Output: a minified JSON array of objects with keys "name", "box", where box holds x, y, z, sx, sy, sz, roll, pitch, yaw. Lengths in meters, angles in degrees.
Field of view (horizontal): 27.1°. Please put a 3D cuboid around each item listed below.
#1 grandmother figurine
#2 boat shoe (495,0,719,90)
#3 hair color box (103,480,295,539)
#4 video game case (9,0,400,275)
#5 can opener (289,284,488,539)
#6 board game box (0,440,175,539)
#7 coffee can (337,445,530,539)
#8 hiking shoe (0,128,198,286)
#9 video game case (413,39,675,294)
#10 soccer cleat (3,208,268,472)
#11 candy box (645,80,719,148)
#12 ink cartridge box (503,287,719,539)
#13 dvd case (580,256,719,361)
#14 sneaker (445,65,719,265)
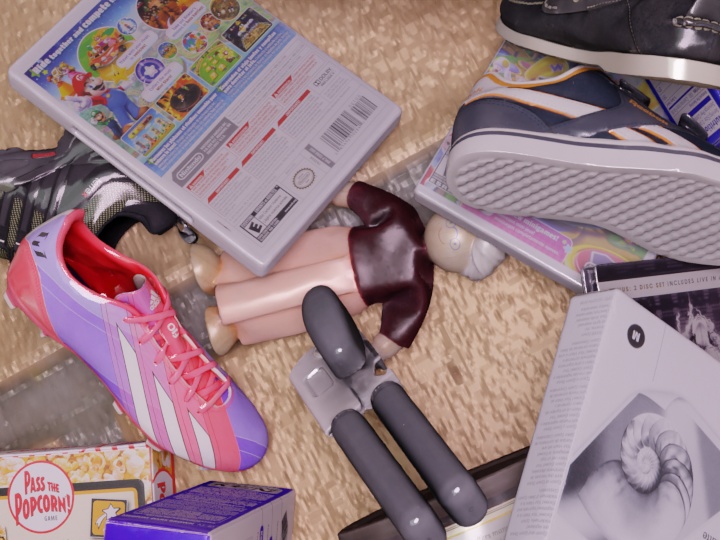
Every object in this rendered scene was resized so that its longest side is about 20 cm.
[{"name":"grandmother figurine","box":[0.000,0.000,0.918,0.197,0.061,0.123,-16,93,12]},{"name":"boat shoe","box":[0.137,-0.141,0.802,0.071,0.200,0.069,2,102,-23]},{"name":"hair color box","box":[-0.091,0.186,0.852,0.064,0.200,0.111,5,88,12]},{"name":"video game case","box":[-0.094,-0.106,0.917,0.199,0.018,0.143,37,64,9]},{"name":"can opener","box":[0.004,0.080,0.818,0.052,0.200,0.067,-36,126,-3]},{"name":"board game box","box":[-0.189,0.213,0.946,0.149,0.046,0.203,-4,87,10]},{"name":"coffee can","box":[0.089,0.215,0.846,0.145,0.146,0.202,-23,84,8]},{"name":"hiking shoe","box":[-0.205,-0.026,0.945,0.198,0.076,0.102,-20,81,8]},{"name":"video game case","box":[0.141,-0.093,0.888,0.142,0.018,0.201,29,76,10]},{"name":"soccer cleat","box":[-0.126,0.046,0.902,0.200,0.067,0.076,42,129,-11]},{"name":"candy box","box":[0.219,-0.194,0.858,0.168,0.077,0.202,-30,84,-9]},{"name":"ink cartridge box","box":[0.163,0.143,0.784,0.198,0.040,0.202,31,66,-27]},{"name":"dvd case","box":[0.196,0.092,0.851,0.147,0.016,0.203,-5,86,-35]},{"name":"sneaker","box":[0.148,-0.065,0.828,0.197,0.079,0.080,14,54,-4]}]
